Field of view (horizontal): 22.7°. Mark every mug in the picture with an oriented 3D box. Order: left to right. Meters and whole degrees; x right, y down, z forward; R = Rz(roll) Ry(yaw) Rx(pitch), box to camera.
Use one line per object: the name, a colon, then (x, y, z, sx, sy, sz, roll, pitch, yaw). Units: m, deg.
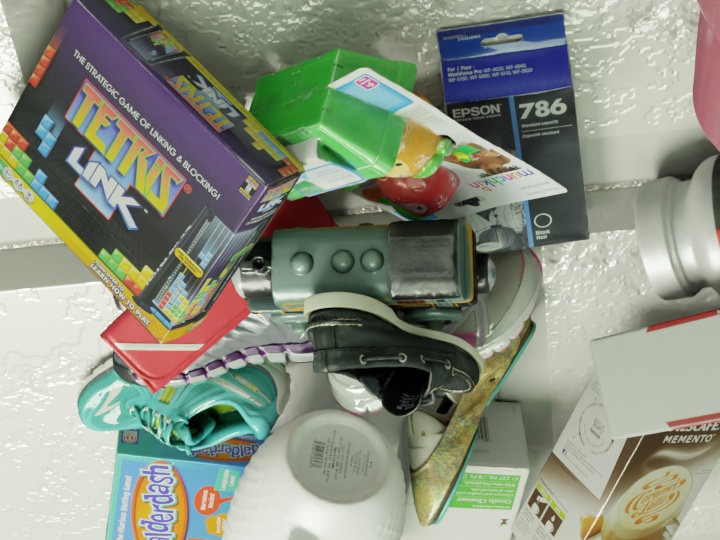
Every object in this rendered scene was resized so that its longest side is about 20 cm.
mug: (-0.042, 0.218, 1.470, 0.147, 0.200, 0.176, 22, 141, 4)

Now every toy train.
toy train: (0.000, 0.000, 1.343, 0.199, 0.086, 0.114, -1, 170, 9)

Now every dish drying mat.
dish drying mat: (-0.108, 0.010, 1.410, 0.200, 0.018, 0.077, -40, 120, -3)

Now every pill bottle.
pill bottle: (0.318, -0.039, 1.359, 0.199, 0.116, 0.116, -11, 133, 26)

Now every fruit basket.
fruit basket: (0.020, -0.079, 1.313, 0.200, 0.094, 0.185, 33, 155, -30)

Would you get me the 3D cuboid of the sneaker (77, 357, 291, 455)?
sneaker: (-0.156, 0.114, 1.519, 0.199, 0.080, 0.078, -7, 136, 23)

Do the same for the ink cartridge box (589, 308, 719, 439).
ink cartridge box: (0.304, 0.069, 1.405, 0.199, 0.084, 0.144, -9, 174, -38)

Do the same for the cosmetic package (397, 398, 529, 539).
cosmetic package: (0.082, 0.212, 1.621, 0.107, 0.085, 0.201, 3, 131, -6)

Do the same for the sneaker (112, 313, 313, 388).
sneaker: (-0.109, 0.035, 1.472, 0.199, 0.075, 0.088, -11, 123, -6)

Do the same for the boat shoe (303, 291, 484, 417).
boat shoe: (0.027, 0.074, 1.335, 0.074, 0.066, 0.199, -9, 157, 29)

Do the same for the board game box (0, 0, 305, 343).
board game box: (-0.158, -0.076, 1.287, 0.200, 0.057, 0.166, 44, 125, 12)

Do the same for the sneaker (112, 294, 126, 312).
sneaker: (-0.148, -0.039, 1.393, 0.079, 0.074, 0.201, 10, 132, -17)

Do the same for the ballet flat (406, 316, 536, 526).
ballet flat: (0.076, 0.111, 1.489, 0.070, 0.071, 0.201, 28, 87, -25)

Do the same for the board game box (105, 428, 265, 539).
board game box: (-0.130, 0.212, 1.641, 0.199, 0.045, 0.153, 6, 132, -7)

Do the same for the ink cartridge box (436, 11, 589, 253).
ink cartridge box: (0.118, -0.100, 1.365, 0.099, 0.039, 0.201, -8, 132, 7)

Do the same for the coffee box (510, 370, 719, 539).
coffee box: (0.229, 0.170, 1.539, 0.114, 0.080, 0.201, 1, 124, -36)

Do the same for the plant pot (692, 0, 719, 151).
plant pot: (0.312, -0.163, 1.222, 0.199, 0.201, 0.179, 4, 148, -5)

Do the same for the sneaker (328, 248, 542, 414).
sneaker: (0.053, 0.033, 1.431, 0.199, 0.081, 0.088, -32, 133, -1)
